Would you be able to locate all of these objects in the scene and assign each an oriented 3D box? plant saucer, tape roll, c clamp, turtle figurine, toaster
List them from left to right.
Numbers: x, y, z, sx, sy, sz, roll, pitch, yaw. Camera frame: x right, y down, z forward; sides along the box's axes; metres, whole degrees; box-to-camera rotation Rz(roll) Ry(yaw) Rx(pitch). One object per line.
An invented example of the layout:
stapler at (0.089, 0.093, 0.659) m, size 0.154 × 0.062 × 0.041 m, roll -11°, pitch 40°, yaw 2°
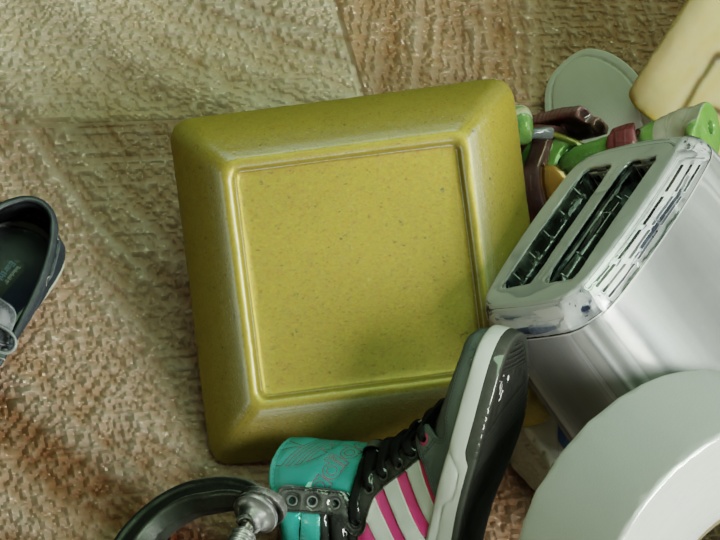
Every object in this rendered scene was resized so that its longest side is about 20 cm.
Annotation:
c clamp at (-0.094, 0.177, 1.302) m, size 0.027 × 0.170 × 0.200 m, roll 49°, pitch 41°, yaw -25°
plant saucer at (0.000, 0.000, 1.417) m, size 0.199 × 0.048 × 0.201 m, roll -7°, pitch 88°, yaw 1°
turtle figurine at (0.118, -0.029, 1.498) m, size 0.200 × 0.193 × 0.145 m, roll -13°, pitch 97°, yaw -63°
toaster at (0.154, 0.020, 1.383) m, size 0.129 × 0.113 × 0.200 m, roll 50°, pitch 59°, yaw -22°
tape roll at (0.175, 0.157, 1.309) m, size 0.202 × 0.203 × 0.071 m, roll -19°, pitch 29°, yaw -28°

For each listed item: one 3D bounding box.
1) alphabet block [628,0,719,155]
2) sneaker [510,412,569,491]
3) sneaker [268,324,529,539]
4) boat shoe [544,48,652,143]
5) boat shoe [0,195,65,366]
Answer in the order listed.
alphabet block at (0.318, -0.146, 1.578) m, size 0.196 × 0.200 × 0.195 m, roll 37°, pitch 22°, yaw 13°
sneaker at (0.168, 0.127, 1.448) m, size 0.111 × 0.077 × 0.200 m, roll -23°, pitch 57°, yaw -19°
sneaker at (0.014, 0.105, 1.364) m, size 0.120 × 0.201 × 0.084 m, roll 22°, pitch 21°, yaw 18°
boat shoe at (0.185, -0.065, 1.609) m, size 0.060 × 0.074 × 0.200 m, roll 31°, pitch 16°, yaw -46°
boat shoe at (-0.226, 0.033, 1.414) m, size 0.074 × 0.062 × 0.200 m, roll 29°, pitch 53°, yaw 4°
